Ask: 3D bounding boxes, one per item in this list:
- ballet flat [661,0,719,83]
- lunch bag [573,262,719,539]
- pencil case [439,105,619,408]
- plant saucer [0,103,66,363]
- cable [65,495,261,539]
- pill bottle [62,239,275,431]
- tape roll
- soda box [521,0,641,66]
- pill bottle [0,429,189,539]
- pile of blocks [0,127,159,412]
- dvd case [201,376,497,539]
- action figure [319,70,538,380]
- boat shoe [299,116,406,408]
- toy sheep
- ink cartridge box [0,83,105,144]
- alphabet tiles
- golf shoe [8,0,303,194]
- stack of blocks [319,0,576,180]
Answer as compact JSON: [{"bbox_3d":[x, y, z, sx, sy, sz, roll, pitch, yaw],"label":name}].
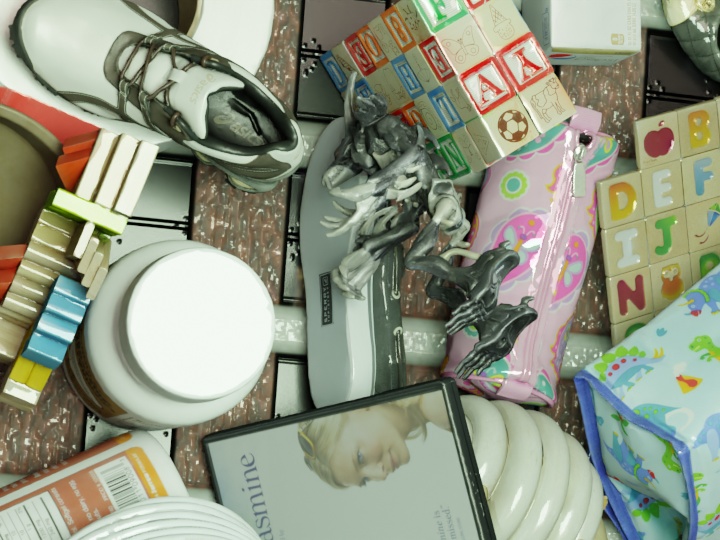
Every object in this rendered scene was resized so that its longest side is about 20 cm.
[{"bbox_3d":[0.291,-0.141,1.713,0.200,0.057,0.067,41,76,-8],"label":"ballet flat"},{"bbox_3d":[0.243,0.105,1.629,0.170,0.127,0.200,-37,138,-17],"label":"lunch bag"},{"bbox_3d":[0.113,-0.010,1.641,0.087,0.087,0.201,18,82,-13],"label":"pencil case"},{"bbox_3d":[-0.264,-0.022,1.514,0.200,0.029,0.201,-9,122,-14],"label":"plant saucer"},{"bbox_3d":[-0.128,0.236,1.477,0.199,0.069,0.200,-17,123,-20],"label":"cable"},{"bbox_3d":[-0.117,0.040,1.514,0.114,0.200,0.115,1,84,-15],"label":"pill bottle"},{"bbox_3d":[-0.159,-0.175,1.589,0.202,0.071,0.203,1,85,-14],"label":"tape roll"},{"bbox_3d":[0.150,-0.243,1.681,0.068,0.064,0.201,1,85,-15],"label":"soda box"},{"bbox_3d":[-0.202,0.186,1.525,0.200,0.112,0.112,-23,91,-15],"label":"pill bottle"},{"bbox_3d":[-0.190,-0.003,1.486,0.062,0.082,0.200,23,108,-12],"label":"pile of blocks"},{"bbox_3d":[-0.006,0.155,1.553,0.018,0.200,0.143,-13,88,-55],"label":"dvd case"},{"bbox_3d":[0.022,-0.031,1.524,0.102,0.119,0.200,-32,58,-5],"label":"action figure"},{"bbox_3d":[0.000,0.000,1.625,0.057,0.069,0.201,5,83,-36],"label":"boat shoe"},{"bbox_3d":[0.085,0.148,1.593,0.200,0.138,0.138,35,77,-30],"label":"toy sheep"},{"bbox_3d":[-0.280,-0.053,1.523,0.200,0.050,0.161,24,109,-10],"label":"ink cartridge box"},{"bbox_3d":[0.236,-0.017,1.672,0.166,0.006,0.201,-16,109,-25],"label":"alphabet tiles"},{"bbox_3d":[-0.119,-0.120,1.512,0.200,0.094,0.078,26,81,-10],"label":"golf shoe"},{"bbox_3d":[0.052,-0.120,1.573,0.059,0.200,0.115,-32,94,-17],"label":"stack of blocks"}]
